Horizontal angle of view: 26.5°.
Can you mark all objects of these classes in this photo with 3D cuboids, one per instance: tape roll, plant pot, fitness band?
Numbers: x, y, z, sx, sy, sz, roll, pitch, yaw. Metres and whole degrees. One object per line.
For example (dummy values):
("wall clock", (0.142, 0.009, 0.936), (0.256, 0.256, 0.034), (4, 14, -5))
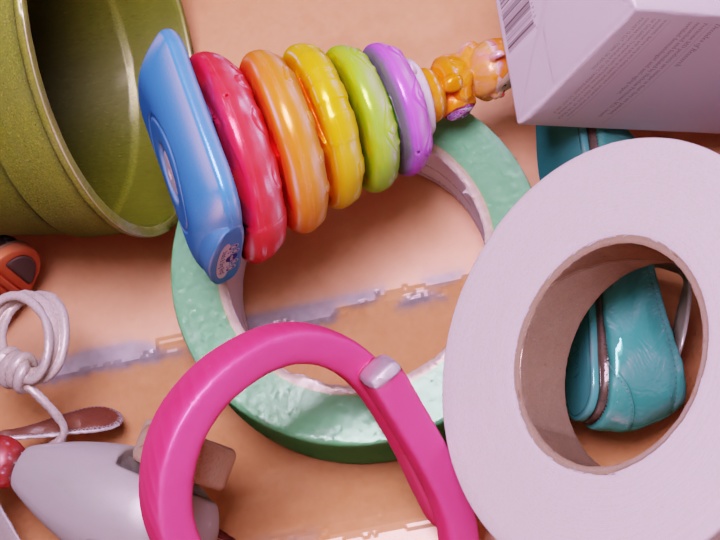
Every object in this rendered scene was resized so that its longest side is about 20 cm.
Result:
("tape roll", (0.000, 0.000, 0.819), (0.199, 0.048, 0.202), (-2, 71, 7))
("plant pot", (-0.213, -0.101, 0.821), (0.191, 0.200, 0.202), (-10, 70, 17))
("tape roll", (0.120, 0.041, 0.684), (0.202, 0.037, 0.204), (-21, 61, 41))
("fitness band", (-0.020, 0.121, 0.726), (0.143, 0.037, 0.201), (-36, 114, -17))

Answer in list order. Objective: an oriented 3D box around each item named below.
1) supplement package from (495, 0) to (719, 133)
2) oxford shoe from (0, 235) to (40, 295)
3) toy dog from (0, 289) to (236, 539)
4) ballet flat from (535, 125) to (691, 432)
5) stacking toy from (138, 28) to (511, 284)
("supplement package", (0.181, -0.146, 0.766), (0.199, 0.120, 0.122), (1, 68, -22))
("oxford shoe", (-0.269, 0.031, 0.835), (0.199, 0.071, 0.073), (-34, 66, -3))
("toy dog", (-0.138, 0.113, 0.792), (0.200, 0.096, 0.132), (37, 88, 31))
("ballet flat", (0.136, -0.013, 0.804), (0.070, 0.067, 0.202), (2, 70, -17))
("stacking toy", (-0.004, -0.077, 0.779), (0.199, 0.116, 0.110), (-18, 75, -13))
